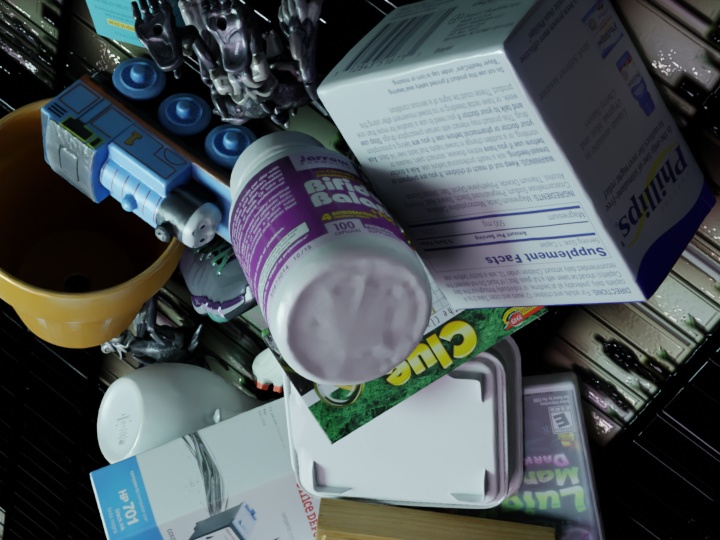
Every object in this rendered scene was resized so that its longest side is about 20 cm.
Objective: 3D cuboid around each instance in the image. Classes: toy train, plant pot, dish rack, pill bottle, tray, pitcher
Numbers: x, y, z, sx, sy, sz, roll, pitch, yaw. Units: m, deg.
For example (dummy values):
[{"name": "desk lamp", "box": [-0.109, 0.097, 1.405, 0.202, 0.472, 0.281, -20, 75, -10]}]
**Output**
[{"name": "toy train", "box": [-0.170, -0.093, 1.314, 0.199, 0.114, 0.087, 36, 149, 18]}, {"name": "plant pot", "box": [-0.255, -0.024, 1.425, 0.199, 0.201, 0.184, 35, 153, 10]}, {"name": "dish rack", "box": [0.031, 0.125, 1.280, 0.198, 0.044, 0.173, 2, 119, 12]}, {"name": "pill bottle", "box": [-0.030, -0.018, 1.103, 0.200, 0.111, 0.113, -120, 6, -54]}, {"name": "tray", "box": [0.059, 0.248, 1.331, 0.198, 0.037, 0.099, 8, 134, 1]}, {"name": "pitcher", "box": [-0.136, 0.150, 1.517, 0.199, 0.123, 0.171, 12, 157, -39]}]

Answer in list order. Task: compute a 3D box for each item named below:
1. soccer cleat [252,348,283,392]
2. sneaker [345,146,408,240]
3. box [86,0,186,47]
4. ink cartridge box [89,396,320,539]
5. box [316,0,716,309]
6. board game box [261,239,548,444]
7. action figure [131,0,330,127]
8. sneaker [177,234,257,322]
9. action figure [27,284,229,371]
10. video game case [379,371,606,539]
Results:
[{"name": "soccer cleat", "box": [-0.050, 0.079, 1.458, 0.069, 0.078, 0.200, 17, 172, -15]}, {"name": "sneaker", "box": [0.009, -0.045, 1.231, 0.088, 0.075, 0.201, 58, 145, 28]}, {"name": "box", "box": [-0.185, -0.265, 1.191, 0.082, 0.049, 0.201, 19, 142, 31]}, {"name": "ink cartridge box", "box": [-0.130, 0.217, 1.449, 0.147, 0.198, 0.086, 75, 173, -50]}, {"name": "box", "box": [0.104, -0.083, 1.052, 0.183, 0.105, 0.201, -4, 126, 50]}, {"name": "board game box", "box": [0.035, 0.039, 1.205, 0.105, 0.199, 0.023, 56, -176, -17]}, {"name": "action figure", "box": [-0.079, -0.164, 1.140, 0.118, 0.103, 0.200, -7, 171, 19]}, {"name": "sneaker", "box": [-0.128, -0.007, 1.399, 0.088, 0.074, 0.200, 58, 159, -10]}, {"name": "action figure", "box": [-0.223, 0.048, 1.569, 0.198, 0.103, 0.119, 21, 143, -18]}, {"name": "video game case", "box": [0.098, 0.177, 1.330, 0.198, 0.023, 0.184, -7, 116, 14]}]
